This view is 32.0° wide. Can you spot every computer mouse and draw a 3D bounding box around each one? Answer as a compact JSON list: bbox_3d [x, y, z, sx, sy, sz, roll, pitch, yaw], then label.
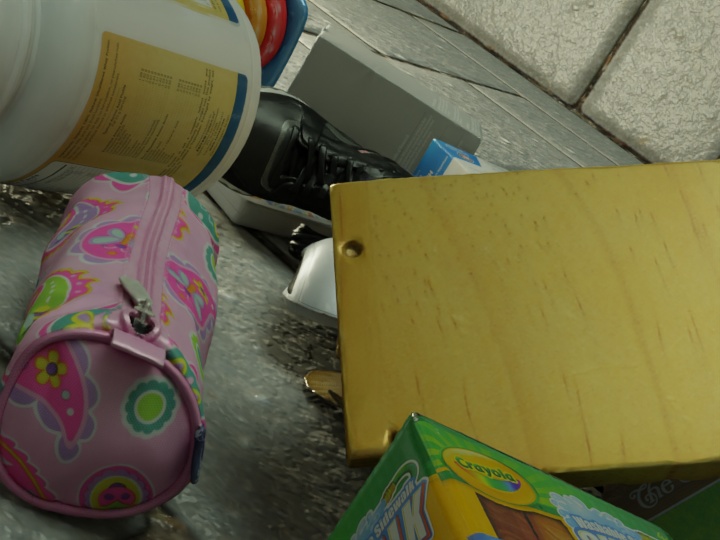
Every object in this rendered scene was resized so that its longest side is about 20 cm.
[{"bbox_3d":[0.000,0.000,0.782,0.108,0.045,0.200,18,8,1],"label":"computer mouse"}]

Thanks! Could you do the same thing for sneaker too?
[{"bbox_3d":[-0.015,-0.067,0.850,0.198,0.077,0.087,21,0,-38],"label":"sneaker"}]

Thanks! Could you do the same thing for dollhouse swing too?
[{"bbox_3d":[0.088,0.047,0.576,0.196,0.177,0.184,-3,55,-2],"label":"dollhouse swing"}]

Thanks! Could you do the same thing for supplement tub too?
[{"bbox_3d":[-0.165,-0.117,0.699,0.144,0.146,0.199,42,18,28],"label":"supplement tub"}]

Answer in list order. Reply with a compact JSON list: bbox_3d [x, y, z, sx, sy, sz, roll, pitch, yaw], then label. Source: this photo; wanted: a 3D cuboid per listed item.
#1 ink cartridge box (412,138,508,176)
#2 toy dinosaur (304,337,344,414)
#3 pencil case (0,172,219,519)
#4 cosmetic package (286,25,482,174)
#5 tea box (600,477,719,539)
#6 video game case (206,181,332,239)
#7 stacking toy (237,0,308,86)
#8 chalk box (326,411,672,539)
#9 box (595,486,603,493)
[{"bbox_3d":[0.138,-0.033,1.166,0.115,0.068,0.200,18,22,-40],"label":"ink cartridge box"},{"bbox_3d":[0.016,0.076,0.692,0.100,0.059,0.200,17,10,-3],"label":"toy dinosaur"},{"bbox_3d":[-0.101,0.022,0.539,0.087,0.088,0.200,28,16,-14],"label":"pencil case"},{"bbox_3d":[0.024,-0.162,1.292,0.198,0.091,0.107,30,17,-2],"label":"cosmetic package"},{"bbox_3d":[0.254,0.118,0.635,0.198,0.199,0.134,54,17,-3],"label":"tea box"},{"bbox_3d":[-0.065,-0.075,0.985,0.198,0.022,0.182,15,25,-47],"label":"video game case"},{"bbox_3d":[-0.153,-0.239,1.178,0.116,0.111,0.199,43,30,23],"label":"stacking toy"},{"bbox_3d":[0.046,0.142,0.407,0.124,0.125,0.201,25,18,-25],"label":"chalk box"},{"bbox_3d":[0.128,0.079,0.789,0.199,0.036,0.145,38,15,-41],"label":"box"}]
